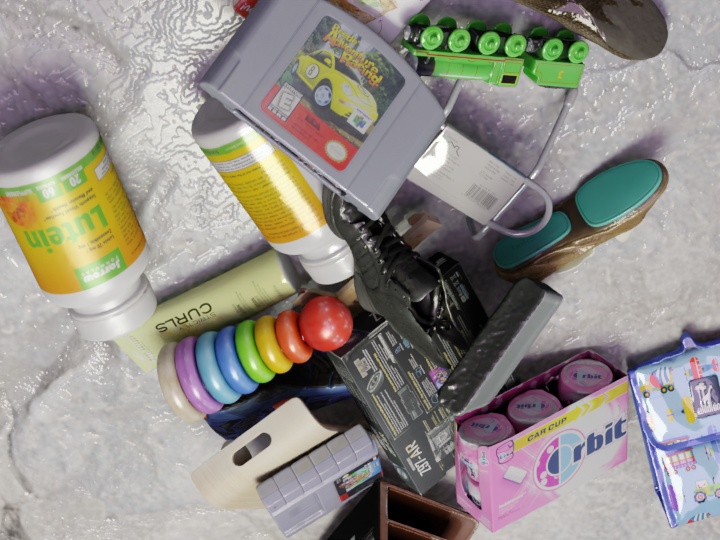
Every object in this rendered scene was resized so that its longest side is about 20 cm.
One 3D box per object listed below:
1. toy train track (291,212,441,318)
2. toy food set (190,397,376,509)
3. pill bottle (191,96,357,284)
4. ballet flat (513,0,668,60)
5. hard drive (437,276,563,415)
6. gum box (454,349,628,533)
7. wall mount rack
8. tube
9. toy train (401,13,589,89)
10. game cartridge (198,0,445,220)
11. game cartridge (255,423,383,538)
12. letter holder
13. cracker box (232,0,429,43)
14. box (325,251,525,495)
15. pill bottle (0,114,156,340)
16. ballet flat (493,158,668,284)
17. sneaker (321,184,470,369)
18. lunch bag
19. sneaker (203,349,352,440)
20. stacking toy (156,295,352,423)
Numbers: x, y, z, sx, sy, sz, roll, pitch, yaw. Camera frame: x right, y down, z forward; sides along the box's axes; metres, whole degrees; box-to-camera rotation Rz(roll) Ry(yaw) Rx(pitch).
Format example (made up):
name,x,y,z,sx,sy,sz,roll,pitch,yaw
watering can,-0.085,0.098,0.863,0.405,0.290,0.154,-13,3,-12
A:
name,x,y,z,sx,sy,sz,roll,pitch,yaw
toy train track,0.000,0.000,1.549,0.200,0.033,0.114,-41,147,26
toy food set,-0.073,0.183,1.592,0.143,0.061,0.200,-37,161,14
pill bottle,-0.063,-0.087,1.460,0.111,0.111,0.200,-29,118,11
ballet flat,0.200,-0.251,1.437,0.199,0.046,0.068,19,85,-22
hard drive,0.137,0.072,1.479,0.033,0.200,0.140,36,95,11
gum box,0.187,0.180,1.615,0.199,0.066,0.114,-24,127,-26
wall mount rack,0.116,-0.127,1.482,0.199,0.075,0.174,31,115,-22
tube,-0.157,0.043,1.563,0.199,0.052,0.058,-26,90,13
toy train,0.125,-0.199,1.424,0.199,0.042,0.057,1,120,-27
game cartridge,-0.027,-0.156,1.360,0.200,0.041,0.134,37,76,-12
game cartridge,-0.038,0.223,1.600,0.129,0.039,0.200,-27,162,-5
letter holder,0.033,0.345,1.699,0.141,0.101,0.200,21,130,-19
cracker box,-0.004,-0.276,1.389,0.134,0.058,0.200,36,111,-22
box,0.072,0.107,1.585,0.160,0.043,0.201,-38,121,-14
pill bottle,-0.268,-0.037,1.459,0.110,0.111,0.201,-18,120,4
ballet flat,0.229,-0.041,1.550,0.199,0.068,0.072,-33,139,14
sneaker,0.035,-0.004,1.423,0.060,0.104,0.201,-39,130,-26
lunch bag,0.379,0.157,1.673,0.149,0.094,0.201,-16,108,5
sneaker,-0.075,0.127,1.615,0.198,0.076,0.079,-12,137,4
stacking toy,-0.098,0.081,1.521,0.199,0.086,0.086,-21,120,16
